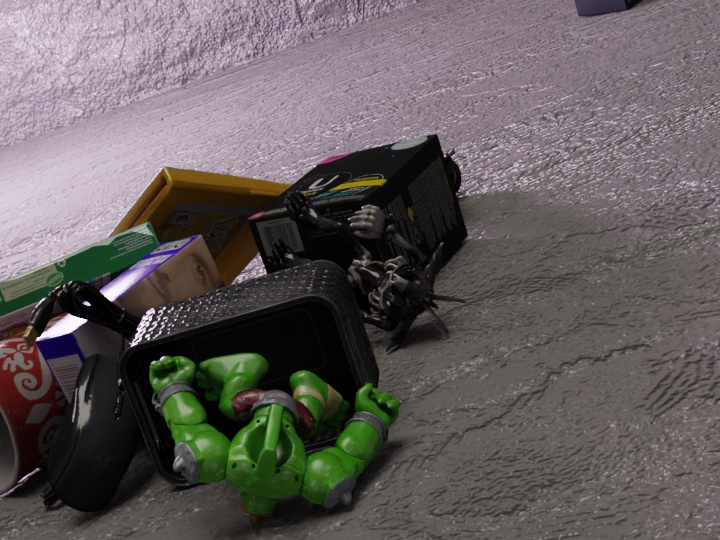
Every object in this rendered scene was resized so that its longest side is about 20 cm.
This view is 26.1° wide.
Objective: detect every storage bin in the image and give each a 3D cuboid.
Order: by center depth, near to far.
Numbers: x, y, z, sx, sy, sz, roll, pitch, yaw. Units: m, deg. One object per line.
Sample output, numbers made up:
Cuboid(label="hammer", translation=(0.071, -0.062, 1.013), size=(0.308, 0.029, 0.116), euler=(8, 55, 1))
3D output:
Cuboid(label="storage bin", translation=(-0.093, 0.088, 1.345), size=(0.198, 0.137, 0.094), euler=(-16, 17, 9))

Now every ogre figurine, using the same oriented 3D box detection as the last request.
Cuboid(label="ogre figurine", translation=(-0.074, 0.128, 1.233), size=(0.098, 0.198, 0.121), euler=(-53, 19, 36))

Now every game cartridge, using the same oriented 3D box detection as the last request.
Cuboid(label="game cartridge", translation=(-0.181, -0.037, 1.698), size=(0.199, 0.033, 0.176), euler=(5, -43, -47))

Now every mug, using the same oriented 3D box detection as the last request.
Cuboid(label="mug", translation=(-0.323, 0.106, 1.532), size=(0.176, 0.135, 0.199), euler=(20, 33, 32))

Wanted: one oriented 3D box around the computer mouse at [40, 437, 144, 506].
Cuboid(label="computer mouse", translation=(-0.205, 0.163, 1.431), size=(0.199, 0.034, 0.059), euler=(-33, 10, -20))

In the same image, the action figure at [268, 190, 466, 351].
Cuboid(label="action figure", translation=(0.000, 0.000, 1.495), size=(0.199, 0.120, 0.102), euler=(24, -2, 30))

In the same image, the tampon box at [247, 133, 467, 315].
Cuboid(label="tampon box", translation=(0.001, -0.046, 1.676), size=(0.148, 0.127, 0.200), euler=(-9, 19, 30))

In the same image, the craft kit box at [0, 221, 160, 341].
Cuboid(label="craft kit box", translation=(-0.298, 0.047, 1.652), size=(0.198, 0.049, 0.198), euler=(-23, -22, -11))

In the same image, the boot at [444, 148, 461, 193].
Cuboid(label="boot", translation=(0.027, -0.104, 1.852), size=(0.196, 0.074, 0.162), euler=(-9, -1, 13))

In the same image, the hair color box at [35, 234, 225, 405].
Cuboid(label="hair color box", translation=(-0.209, 0.061, 1.506), size=(0.064, 0.110, 0.200), euler=(-12, 21, 39))

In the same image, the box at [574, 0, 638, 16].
Cuboid(label="box", translation=(0.440, -0.570, 2.702), size=(0.103, 0.202, 0.182), euler=(-2, 23, 40))

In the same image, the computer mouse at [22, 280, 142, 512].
Cuboid(label="computer mouse", translation=(-0.240, 0.100, 1.367), size=(0.046, 0.140, 0.201), euler=(-29, 33, 46))
